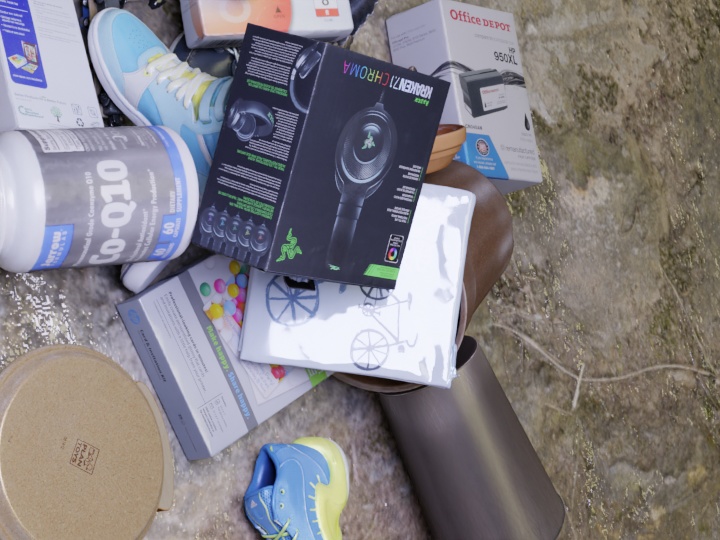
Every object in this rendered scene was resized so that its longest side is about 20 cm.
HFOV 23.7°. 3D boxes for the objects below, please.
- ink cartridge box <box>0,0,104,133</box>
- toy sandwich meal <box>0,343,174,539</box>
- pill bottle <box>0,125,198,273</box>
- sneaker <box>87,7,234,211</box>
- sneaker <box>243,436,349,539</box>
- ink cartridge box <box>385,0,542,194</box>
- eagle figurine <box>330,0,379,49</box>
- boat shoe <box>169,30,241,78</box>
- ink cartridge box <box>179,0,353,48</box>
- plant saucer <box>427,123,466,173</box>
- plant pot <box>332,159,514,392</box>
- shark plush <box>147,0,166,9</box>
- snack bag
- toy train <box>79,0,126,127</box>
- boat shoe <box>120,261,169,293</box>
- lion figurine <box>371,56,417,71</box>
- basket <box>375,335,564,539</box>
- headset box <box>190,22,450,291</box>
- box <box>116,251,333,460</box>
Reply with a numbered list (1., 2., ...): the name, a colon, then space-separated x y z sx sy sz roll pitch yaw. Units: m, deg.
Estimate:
1. ink cartridge box: -0.281 -0.195 1.450 0.099 0.039 0.202 7 62 -49
2. toy sandwich meal: -0.238 0.151 1.382 0.204 0.070 0.207 14 70 -43
3. pill bottle: -0.241 -0.057 1.383 0.199 0.114 0.115 -6 82 -34
4. sneaker: -0.141 -0.157 1.467 0.201 0.130 0.080 54 48 -9
5. sneaker: -0.063 0.247 1.561 0.104 0.076 0.202 13 60 -34
6. ink cartridge box: 0.115 -0.188 1.899 0.144 0.084 0.202 1 76 -50
7. eagle figurine: -0.029 -0.309 1.744 0.151 0.150 0.201 -7 72 -61
8. boat shoe: -0.121 -0.217 1.645 0.075 0.062 0.200 57 41 -18
9. ink cartridge box: -0.097 -0.312 1.607 0.161 0.050 0.202 -7 88 -30
10. plant saucer: 0.005 -0.108 1.656 0.200 0.199 0.038 -20 103 -51
11. plant pot: 0.048 -0.012 1.691 0.198 0.199 0.202 -39 108 -57
12. shark plush: -0.171 -0.268 1.495 0.199 0.091 0.084 -15 105 -38
13. snack bag: 0.000 0.000 1.540 0.021 0.198 0.190 106 -8 -81
14. toy train: -0.224 -0.165 1.519 0.034 0.046 0.202 5 75 -40
15. boat shoe: -0.173 -0.062 1.538 0.070 0.071 0.200 36 50 -5
16. lion figurine: -0.014 -0.165 1.738 0.200 0.122 0.073 13 57 -63
17. basket: 0.104 0.177 1.701 0.181 0.135 0.201 -76 143 -69
18. headset box: -0.033 -0.084 1.428 0.174 0.092 0.202 10 98 -51
19. box: -0.109 0.057 1.562 0.200 0.041 0.157 -32 103 -42
